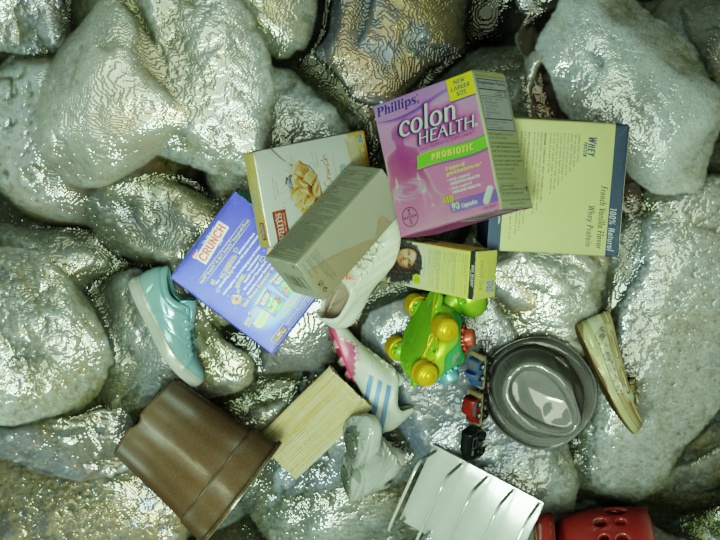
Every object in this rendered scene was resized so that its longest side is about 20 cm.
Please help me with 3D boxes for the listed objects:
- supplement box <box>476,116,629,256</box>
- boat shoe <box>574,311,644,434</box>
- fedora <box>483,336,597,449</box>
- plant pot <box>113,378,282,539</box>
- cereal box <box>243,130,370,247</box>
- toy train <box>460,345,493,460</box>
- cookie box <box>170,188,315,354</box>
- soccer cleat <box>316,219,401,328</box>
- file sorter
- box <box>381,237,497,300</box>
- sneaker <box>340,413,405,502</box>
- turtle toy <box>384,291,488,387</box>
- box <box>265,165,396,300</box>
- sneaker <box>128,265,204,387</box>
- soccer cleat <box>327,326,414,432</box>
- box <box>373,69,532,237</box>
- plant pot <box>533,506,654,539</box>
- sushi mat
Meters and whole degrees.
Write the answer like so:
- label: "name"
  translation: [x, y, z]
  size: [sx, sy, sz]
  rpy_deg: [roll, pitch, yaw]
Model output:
- label: "supplement box"
  translation: [0.288, -0.130, 1.687]
  size: [0.198, 0.134, 0.201]
  rpy_deg: [2, 98, -1]
- label: "boat shoe"
  translation: [0.409, 0.164, 1.767]
  size: [0.062, 0.073, 0.201]
  rpy_deg: [-26, 96, 1]
- label: "fedora"
  translation: [0.290, 0.202, 1.760]
  size: [0.177, 0.090, 0.200]
  rpy_deg: [-41, 98, 5]
- label: "plant pot"
  translation: [-0.258, 0.284, 1.714]
  size: [0.198, 0.200, 0.201]
  rpy_deg: [39, 96, 0]
- label: "cereal box"
  translation: [-0.072, -0.125, 1.679]
  size: [0.199, 0.039, 0.145]
  rpy_deg: [-17, 102, -32]
- label: "toy train"
  translation: [0.180, 0.213, 1.760]
  size: [0.046, 0.034, 0.201]
  rpy_deg: [-17, 120, -38]
- label: "cookie box"
  translation: [-0.163, 0.000, 1.723]
  size: [0.200, 0.075, 0.171]
  rpy_deg: [38, 93, -7]
- label: "soccer cleat"
  translation: [0.000, 0.000, 1.686]
  size: [0.069, 0.077, 0.201]
  rpy_deg: [32, 100, 29]
- label: "file sorter"
  translation: [0.163, 0.388, 1.738]
  size: [0.199, 0.124, 0.139]
  rpy_deg: [26, 98, 15]
- label: "box"
  translation: [0.115, -0.007, 1.678]
  size: [0.050, 0.199, 0.076]
  rpy_deg: [-5, 100, -43]
- label: "sneaker"
  translation: [0.024, 0.285, 1.750]
  size: [0.099, 0.078, 0.201]
  rpy_deg: [-10, 142, -15]
- label: "turtle toy"
  translation: [0.128, 0.094, 1.726]
  size: [0.101, 0.146, 0.201]
  rpy_deg: [21, 99, -26]
- label: "box"
  translation: [-0.034, -0.059, 1.632]
  size: [0.200, 0.095, 0.078]
  rpy_deg: [-48, 120, -18]
- label: "sneaker"
  translation: [-0.283, 0.085, 1.735]
  size: [0.082, 0.074, 0.201]
  rpy_deg: [-28, 99, 7]
- label: "soccer cleat"
  translation: [0.018, 0.160, 1.763]
  size: [0.086, 0.070, 0.201]
  rpy_deg: [-27, 104, -6]
- label: "box"
  translation: [0.132, -0.165, 1.600]
  size: [0.175, 0.096, 0.201]
  rpy_deg: [-14, 86, 36]
- label: "plant pot"
  translation: [0.366, 0.474, 1.756]
  size: [0.181, 0.200, 0.202]
  rpy_deg: [0, 99, 8]
- label: "sushi mat"
  translation: [-0.077, 0.244, 1.764]
  size: [0.096, 0.012, 0.200]
  rpy_deg: [42, 114, -6]
